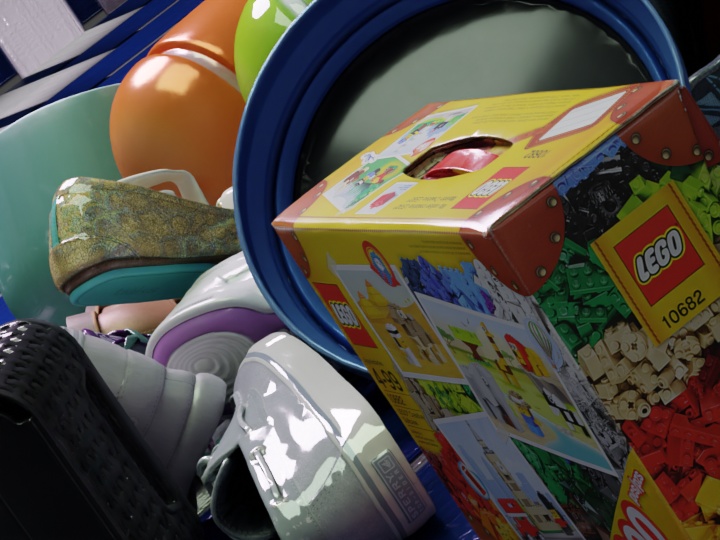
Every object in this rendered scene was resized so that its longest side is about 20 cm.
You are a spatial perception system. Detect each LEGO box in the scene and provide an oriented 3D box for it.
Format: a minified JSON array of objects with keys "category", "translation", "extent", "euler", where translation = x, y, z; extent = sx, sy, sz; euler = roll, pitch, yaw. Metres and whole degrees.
[{"category":"LEGO box","translation":[0.069,0.024,0.919],"extent":[0.077,0.149,0.200],"euler":[-37,12,-15]}]

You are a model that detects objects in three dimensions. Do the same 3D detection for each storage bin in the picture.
[{"category":"storage bin","translation":[-0.179,0.129,1.190],"extent":[0.200,0.135,0.094],"euler":[-31,12,15]}]

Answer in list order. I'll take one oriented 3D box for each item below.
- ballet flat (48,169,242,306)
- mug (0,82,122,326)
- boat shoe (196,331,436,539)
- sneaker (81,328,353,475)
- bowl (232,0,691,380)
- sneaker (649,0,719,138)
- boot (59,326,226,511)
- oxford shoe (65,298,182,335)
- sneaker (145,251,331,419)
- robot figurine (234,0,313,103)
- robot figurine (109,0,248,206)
[{"category":"ballet flat","translation":[-0.068,-0.015,1.392],"extent":[0.200,0.071,0.071],"euler":[4,-19,-44]},{"category":"mug","translation":[-0.120,-0.027,1.638],"extent":[0.184,0.115,0.152],"euler":[-21,-20,6]},{"category":"boat shoe","translation":[-0.032,0.077,1.165],"extent":[0.071,0.070,0.201],"euler":[-32,14,-8]},{"category":"sneaker","translation":[-0.079,0.046,1.362],"extent":[0.200,0.088,0.074],"euler":[-36,12,-6]},{"category":"bowl","translation":[0.045,-0.044,1.207],"extent":[0.200,0.201,0.039],"euler":[-32,-27,8]},{"category":"sneaker","translation":[0.156,-0.152,1.232],"extent":[0.095,0.201,0.079],"euler":[1,-5,-32]},{"category":"boot","translation":[-0.121,0.107,1.293],"extent":[0.200,0.095,0.074],"euler":[116,166,-48]},{"category":"oxford shoe","translation":[-0.105,0.045,1.489],"extent":[0.071,0.072,0.200],"euler":[-16,1,-3]},{"category":"sneaker","translation":[0.000,0.000,1.293],"extent":[0.199,0.075,0.100],"euler":[-15,23,17]},{"category":"robot figurine","translation":[0.023,-0.126,1.388],"extent":[0.200,0.116,0.175],"euler":[-42,-1,0]},{"category":"robot figurine","translation":[-0.053,-0.092,1.522],"extent":[0.200,0.144,0.117],"euler":[-45,-17,-31]}]
